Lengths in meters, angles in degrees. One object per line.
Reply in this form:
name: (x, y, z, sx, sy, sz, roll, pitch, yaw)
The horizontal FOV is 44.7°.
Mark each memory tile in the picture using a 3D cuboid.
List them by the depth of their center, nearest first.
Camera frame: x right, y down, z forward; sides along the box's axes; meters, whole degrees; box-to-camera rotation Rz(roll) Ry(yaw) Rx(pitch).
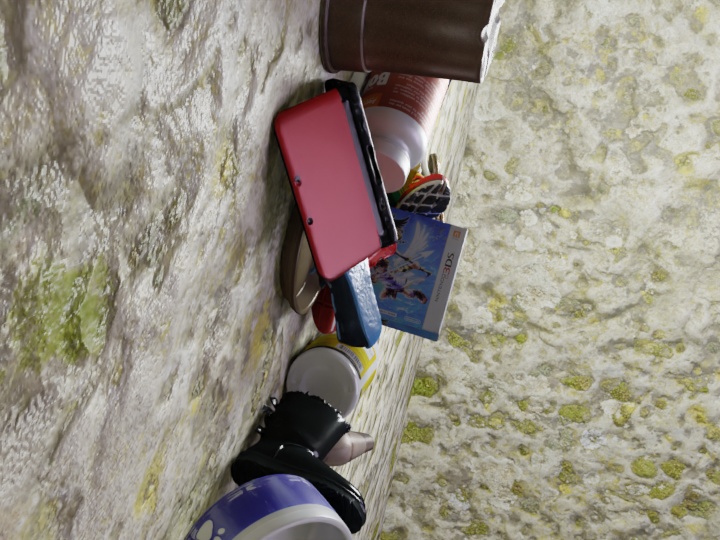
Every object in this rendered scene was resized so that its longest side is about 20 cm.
memory tile: (0.134, -0.106, 1.615, 0.153, 0.017, 0.203, 124, -37, -81)

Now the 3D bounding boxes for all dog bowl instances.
dog bowl: (-0.109, 0.336, 0.999, 0.198, 0.079, 0.202, -21, 130, -27)

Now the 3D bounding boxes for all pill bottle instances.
pill bottle: (0.048, -0.211, 1.211, 0.113, 0.111, 0.202, 89, 18, -56)
pill bottle: (-0.035, 0.152, 1.364, 0.200, 0.113, 0.116, -38, 141, -74)

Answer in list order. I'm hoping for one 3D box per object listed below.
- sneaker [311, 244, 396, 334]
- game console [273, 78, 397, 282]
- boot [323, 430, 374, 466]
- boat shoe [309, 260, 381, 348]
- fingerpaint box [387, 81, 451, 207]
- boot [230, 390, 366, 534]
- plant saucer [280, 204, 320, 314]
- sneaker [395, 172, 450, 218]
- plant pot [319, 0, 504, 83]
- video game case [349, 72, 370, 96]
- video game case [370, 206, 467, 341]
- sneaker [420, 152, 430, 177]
sneaker: (0.000, 0.000, 1.309, 0.078, 0.114, 0.203, 25, -76, 55)
game console: (-0.039, -0.114, 1.054, 0.172, 0.117, 0.202, -135, -152, -69)
boot: (-0.082, 0.261, 1.309, 0.145, 0.198, 0.071, 5, 75, -46)
boat shoe: (-0.030, 0.011, 1.153, 0.084, 0.068, 0.203, -26, 108, -59)
fingerpaint box: (0.067, -0.218, 1.407, 0.167, 0.073, 0.202, 127, -15, -66)
boot: (-0.058, 0.244, 1.150, 0.163, 0.196, 0.074, -47, 152, -57)
plant saucer: (-0.066, -0.041, 1.173, 0.200, 0.029, 0.203, 14, 90, -81)
sneaker: (0.091, -0.127, 1.438, 0.200, 0.076, 0.086, 139, -45, -69)
plant pot: (0.072, -0.324, 1.077, 0.200, 0.196, 0.203, 15, 90, -79)
video game case: (0.010, -0.254, 1.326, 0.183, 0.023, 0.202, 90, 16, -53)
video game case: (0.051, -0.006, 1.377, 0.046, 0.197, 0.183, 94, 13, -68)
sneaker: (0.082, -0.165, 1.555, 0.075, 0.083, 0.203, 174, -94, -84)
